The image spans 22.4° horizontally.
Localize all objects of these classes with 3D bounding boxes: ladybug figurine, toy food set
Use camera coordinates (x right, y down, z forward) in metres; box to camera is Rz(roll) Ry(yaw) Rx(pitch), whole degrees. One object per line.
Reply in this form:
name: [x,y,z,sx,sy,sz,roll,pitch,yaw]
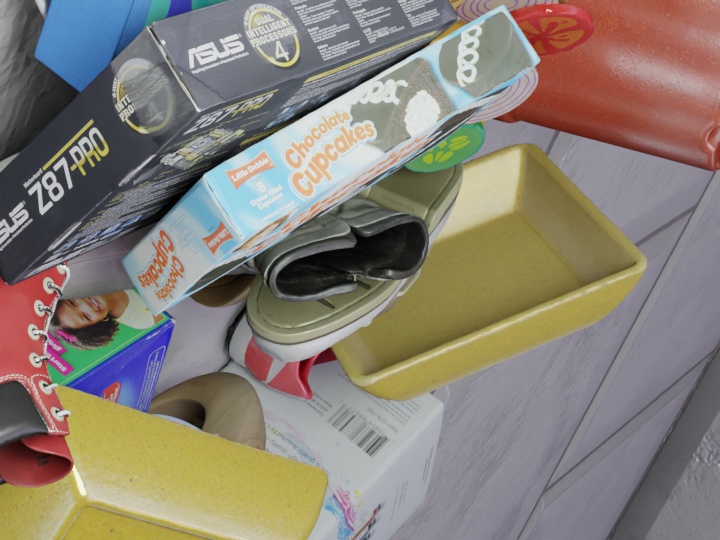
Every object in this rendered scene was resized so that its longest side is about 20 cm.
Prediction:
ladybug figurine: [-0.130,0.152,1.166,0.200,0.135,0.072,-48,122,-28]
toy food set: [0.030,-0.123,1.005,0.196,0.049,0.200,0,149,-33]

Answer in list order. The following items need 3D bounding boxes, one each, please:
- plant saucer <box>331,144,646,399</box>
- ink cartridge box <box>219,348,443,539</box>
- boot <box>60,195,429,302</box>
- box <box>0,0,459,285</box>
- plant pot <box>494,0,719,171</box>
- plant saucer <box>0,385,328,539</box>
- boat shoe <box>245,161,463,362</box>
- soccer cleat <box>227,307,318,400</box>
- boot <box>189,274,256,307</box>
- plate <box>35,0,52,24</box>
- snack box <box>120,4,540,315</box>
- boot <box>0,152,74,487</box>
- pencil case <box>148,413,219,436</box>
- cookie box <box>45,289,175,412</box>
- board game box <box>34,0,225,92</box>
plant saucer: [0.063,0.007,1.187,0.198,0.200,0.049,-22,122,-8]
ink cartridge box: [-0.059,0.158,1.334,0.200,0.145,0.145,-42,158,-31]
boot: [-0.072,-0.017,0.966,0.198,0.130,0.068,-16,116,-28]
box: [-0.067,-0.074,0.846,0.161,0.049,0.199,-33,176,41]
plant pot: [0.174,-0.168,1.213,0.201,0.194,0.202,-56,159,-35]
plant saucer: [-0.131,0.175,0.957,0.199,0.049,0.201,22,108,-36]
boat shoe: [0.000,0.000,1.100,0.200,0.074,0.069,-43,154,-41]
soccer cleat: [-0.012,-0.002,1.290,0.201,0.073,0.068,-54,161,-3]
boot: [-0.030,-0.055,1.168,0.201,0.072,0.155,-59,162,0]
plate: [-0.084,-0.169,0.905,0.200,0.032,0.200,-51,160,-15]
snack box: [-0.014,-0.054,0.886,0.199,0.037,0.116,-32,178,-32]
boot: [-0.153,0.025,0.866,0.199,0.144,0.073,-34,159,-36]
pencil case: [-0.139,0.181,1.042,0.090,0.083,0.201,13,114,-39]
cookie box: [-0.207,0.106,0.999,0.200,0.075,0.172,-35,154,-47]
board game box: [-0.058,-0.184,0.824,0.152,0.045,0.201,-26,147,-55]
